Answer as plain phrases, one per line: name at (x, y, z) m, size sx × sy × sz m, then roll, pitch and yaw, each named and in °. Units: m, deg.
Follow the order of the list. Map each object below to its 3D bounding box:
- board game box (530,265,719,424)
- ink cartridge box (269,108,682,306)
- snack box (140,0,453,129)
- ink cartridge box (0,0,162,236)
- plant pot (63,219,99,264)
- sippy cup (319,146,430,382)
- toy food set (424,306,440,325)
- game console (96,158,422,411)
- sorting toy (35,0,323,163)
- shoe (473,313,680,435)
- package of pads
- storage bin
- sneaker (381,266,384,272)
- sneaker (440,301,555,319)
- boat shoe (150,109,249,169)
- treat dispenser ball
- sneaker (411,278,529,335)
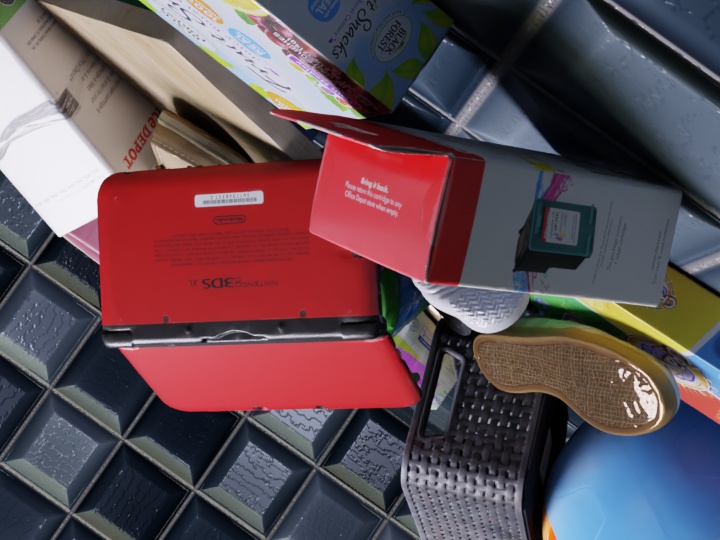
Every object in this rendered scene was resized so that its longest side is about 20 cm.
board game box at (0.202, 0.040, 1.093) m, size 0.199 × 0.040 × 0.153 m, roll 33°, pitch 172°, yaw 14°
ink cartridge box at (0.055, -0.033, 0.879) m, size 0.199 × 0.068 × 0.116 m, roll 6°, pitch -170°, yaw -34°
snack box at (-0.067, -0.164, 0.914) m, size 0.200 × 0.068 × 0.169 m, roll 38°, pitch 171°, yaw -16°
ink cartridge box at (-0.233, -0.149, 1.240) m, size 0.200 × 0.084 × 0.146 m, roll 53°, pitch -149°, yaw -21°
plant pot at (-0.162, -0.076, 1.426) m, size 0.199 × 0.179 × 0.200 m, roll 34°, pitch 171°, yaw 6°
sippy cup at (0.000, 0.000, 1.304) m, size 0.139 × 0.179 × 0.130 m, roll 27°, pitch -151°, yaw 27°
toy food set at (0.068, 0.026, 1.542) m, size 0.199 × 0.049 × 0.198 m, roll 33°, pitch 172°, yaw 14°
game console at (-0.068, 0.015, 1.159) m, size 0.199 × 0.174 × 0.119 m, roll -3°, pitch 180°, yaw 17°
sorting toy at (-0.099, -0.142, 1.171) m, size 0.200 × 0.070 × 0.198 m, roll 42°, pitch 169°, yaw -38°
shoe at (0.151, 0.060, 1.124) m, size 0.200 × 0.053 × 0.070 m, roll 14°, pitch 126°, yaw 58°
package of pads at (-0.016, 0.037, 1.526) m, size 0.199 × 0.068 × 0.155 m, roll 30°, pitch 171°, yaw 32°
storage bin at (0.101, 0.138, 1.287) m, size 0.093 × 0.136 × 0.200 m, roll 10°, pitch 155°, yaw 14°
sneaker at (-0.073, -0.003, 1.226) m, size 0.080 × 0.199 × 0.087 m, roll 43°, pitch -151°, yaw -42°
sneaker at (0.139, 0.039, 1.303) m, size 0.200 × 0.078 × 0.079 m, roll 32°, pitch 160°, yaw -31°
boat shoe at (-0.117, -0.055, 1.245) m, size 0.074 × 0.069 × 0.200 m, roll 32°, pitch 172°, yaw 18°
treat dispenser ball at (0.236, 0.189, 1.254) m, size 0.200 × 0.201 × 0.201 m, roll 34°, pitch 172°, yaw 5°
sneaker at (0.079, 0.003, 1.132) m, size 0.114 × 0.075 × 0.200 m, roll 52°, pitch -178°, yaw -34°
